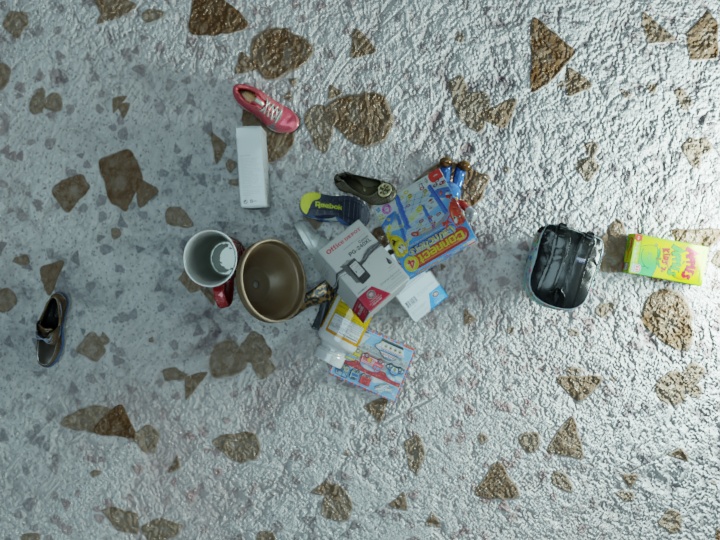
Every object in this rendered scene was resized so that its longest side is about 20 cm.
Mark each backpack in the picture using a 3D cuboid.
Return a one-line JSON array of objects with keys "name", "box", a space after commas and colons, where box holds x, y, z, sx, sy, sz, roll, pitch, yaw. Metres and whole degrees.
[{"name": "backpack", "box": [0.505, -0.001, 1.679, 0.173, 0.151, 0.205, 16, 84, 2]}]

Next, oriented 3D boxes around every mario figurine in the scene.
[{"name": "mario figurine", "box": [0.235, -0.186, 1.696, 0.121, 0.105, 0.206, 4, 83, 34]}]

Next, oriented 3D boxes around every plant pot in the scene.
[{"name": "plant pot", "box": [-0.236, 0.029, 1.636, 0.198, 0.092, 0.207, 8, 79, -42]}]

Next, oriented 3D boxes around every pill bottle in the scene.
[{"name": "pill bottle", "box": [-0.041, 0.142, 1.697, 0.109, 0.111, 0.203, 27, 86, 0]}]

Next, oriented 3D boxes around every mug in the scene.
[{"name": "mug", "box": [-0.360, -0.010, 1.658, 0.130, 0.200, 0.182, 16, 92, 0]}]

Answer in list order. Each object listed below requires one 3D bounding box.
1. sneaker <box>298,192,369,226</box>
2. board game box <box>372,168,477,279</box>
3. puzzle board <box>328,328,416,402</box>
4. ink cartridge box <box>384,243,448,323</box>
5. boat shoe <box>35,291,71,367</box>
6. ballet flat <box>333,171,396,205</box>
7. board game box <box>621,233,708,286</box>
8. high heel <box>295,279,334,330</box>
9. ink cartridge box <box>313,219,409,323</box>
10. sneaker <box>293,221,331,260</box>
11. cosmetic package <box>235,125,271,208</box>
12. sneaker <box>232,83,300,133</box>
[{"name": "sneaker", "box": [-0.070, -0.159, 1.722, 0.195, 0.082, 0.076, 13, 82, -20]}, {"name": "board game box", "box": [0.159, -0.115, 1.644, 0.197, 0.056, 0.199, -30, 77, 10]}, {"name": "puzzle board", "box": [0.031, 0.242, 1.754, 0.196, 0.017, 0.154, 23, 91, -1]}, {"name": "ink cartridge box", "box": [0.124, 0.020, 1.722, 0.115, 0.068, 0.202, -36, 91, 0]}, {"name": "boat shoe", "box": [-0.816, 0.156, 1.727, 0.070, 0.072, 0.206, 11, 91, 0]}, {"name": "ballet flat", "box": [0.007, -0.216, 1.677, 0.197, 0.047, 0.068, 23, 67, 37]}, {"name": "board game box", "box": [0.795, -0.028, 1.729, 0.195, 0.048, 0.104, 10, 91, 0]}, {"name": "high heel", "box": [-0.169, 0.061, 1.708, 0.195, 0.072, 0.146, 17, 108, -7]}, {"name": "ink cartridge box", "box": [0.000, 0.000, 1.624, 0.144, 0.084, 0.201, -37, 78, -23]}, {"name": "sneaker", "box": [-0.079, -0.068, 1.724, 0.115, 0.074, 0.202, -37, 101, -1]}, {"name": "cosmetic package", "box": [-0.275, -0.262, 1.703, 0.072, 0.102, 0.206, -2, 93, 0]}, {"name": "sneaker", "box": [-0.249, -0.416, 1.705, 0.197, 0.087, 0.075, 29, 92, -1]}]
